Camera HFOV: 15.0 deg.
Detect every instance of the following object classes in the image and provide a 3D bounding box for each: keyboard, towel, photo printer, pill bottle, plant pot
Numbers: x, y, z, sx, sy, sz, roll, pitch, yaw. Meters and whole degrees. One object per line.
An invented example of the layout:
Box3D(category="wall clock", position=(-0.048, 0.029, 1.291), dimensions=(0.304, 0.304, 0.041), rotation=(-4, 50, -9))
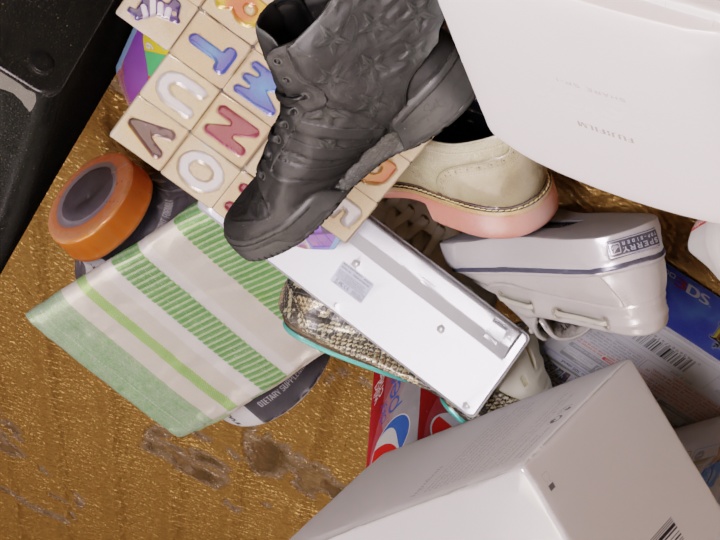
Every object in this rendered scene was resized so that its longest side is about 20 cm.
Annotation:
Box3D(category="keyboard", position=(0.000, 0.000, 1.516), dimensions=(0.200, 0.056, 0.011), rotation=(37, -166, 14))
Box3D(category="towel", position=(-0.085, 0.020, 1.718), dimensions=(0.200, 0.023, 0.152), rotation=(-32, 127, 25))
Box3D(category="photo printer", position=(0.123, -0.096, 1.249), dimensions=(0.166, 0.070, 0.200), rotation=(20, 159, 24))
Box3D(category="pill bottle", position=(-0.114, 0.008, 1.791), dimensions=(0.106, 0.106, 0.200), rotation=(6, 151, 49))
Box3D(category="plant pot", position=(-0.217, -0.142, 1.458), dimensions=(0.200, 0.200, 0.177), rotation=(32, 149, -9))

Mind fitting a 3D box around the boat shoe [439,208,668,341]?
Box3D(category="boat shoe", position=(0.107, 0.005, 1.479), dimensions=(0.200, 0.072, 0.066), rotation=(1, 106, 62))

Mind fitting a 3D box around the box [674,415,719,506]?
Box3D(category="box", position=(0.220, 0.151, 1.526), dimensions=(0.112, 0.102, 0.200), rotation=(44, 142, -22))

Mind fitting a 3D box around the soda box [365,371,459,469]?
Box3D(category="soda box", position=(0.047, 0.103, 1.664), dimensions=(0.070, 0.200, 0.063), rotation=(28, 123, -16))

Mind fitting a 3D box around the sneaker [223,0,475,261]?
Box3D(category="sneaker", position=(-0.019, -0.093, 1.333), dimensions=(0.200, 0.060, 0.104), rotation=(-36, 117, 28))

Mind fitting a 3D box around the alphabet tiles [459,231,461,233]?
Box3D(category="alphabet tiles", position=(-0.006, -0.049, 1.647), dimensions=(0.166, 0.006, 0.200), rotation=(22, 159, 22))

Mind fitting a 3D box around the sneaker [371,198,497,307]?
Box3D(category="sneaker", position=(-0.005, -0.030, 1.571), dimensions=(0.200, 0.073, 0.085), rotation=(32, 163, -3))

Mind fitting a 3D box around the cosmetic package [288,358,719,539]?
Box3D(category="cosmetic package", position=(0.097, 0.182, 1.463), dimensions=(0.200, 0.123, 0.200), rotation=(-24, 100, 43))

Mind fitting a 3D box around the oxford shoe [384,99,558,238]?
Box3D(category="oxford shoe", position=(0.016, -0.080, 1.474), dimensions=(0.199, 0.071, 0.074), rotation=(15, 136, 28))

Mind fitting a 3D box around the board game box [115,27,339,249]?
Box3D(category="board game box", position=(-0.061, -0.089, 1.443), dimensions=(0.158, 0.039, 0.200), rotation=(38, 136, 6))

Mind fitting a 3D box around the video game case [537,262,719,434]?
Box3D(category="video game case", position=(0.184, 0.085, 1.593), dimensions=(0.200, 0.046, 0.181), rotation=(33, 144, -9))

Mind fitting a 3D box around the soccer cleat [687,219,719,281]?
Box3D(category="soccer cleat", position=(0.251, 0.031, 1.408), dimensions=(0.200, 0.069, 0.085), rotation=(38, 168, -15))

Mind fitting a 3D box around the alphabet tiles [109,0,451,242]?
Box3D(category="alphabet tiles", position=(-0.040, -0.103, 1.379), dimensions=(0.167, 0.008, 0.200), rotation=(35, 127, -7))

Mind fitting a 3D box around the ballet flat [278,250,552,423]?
Box3D(category="ballet flat", position=(0.051, 0.045, 1.545), dimensions=(0.200, 0.075, 0.068), rotation=(31, -160, -2))
